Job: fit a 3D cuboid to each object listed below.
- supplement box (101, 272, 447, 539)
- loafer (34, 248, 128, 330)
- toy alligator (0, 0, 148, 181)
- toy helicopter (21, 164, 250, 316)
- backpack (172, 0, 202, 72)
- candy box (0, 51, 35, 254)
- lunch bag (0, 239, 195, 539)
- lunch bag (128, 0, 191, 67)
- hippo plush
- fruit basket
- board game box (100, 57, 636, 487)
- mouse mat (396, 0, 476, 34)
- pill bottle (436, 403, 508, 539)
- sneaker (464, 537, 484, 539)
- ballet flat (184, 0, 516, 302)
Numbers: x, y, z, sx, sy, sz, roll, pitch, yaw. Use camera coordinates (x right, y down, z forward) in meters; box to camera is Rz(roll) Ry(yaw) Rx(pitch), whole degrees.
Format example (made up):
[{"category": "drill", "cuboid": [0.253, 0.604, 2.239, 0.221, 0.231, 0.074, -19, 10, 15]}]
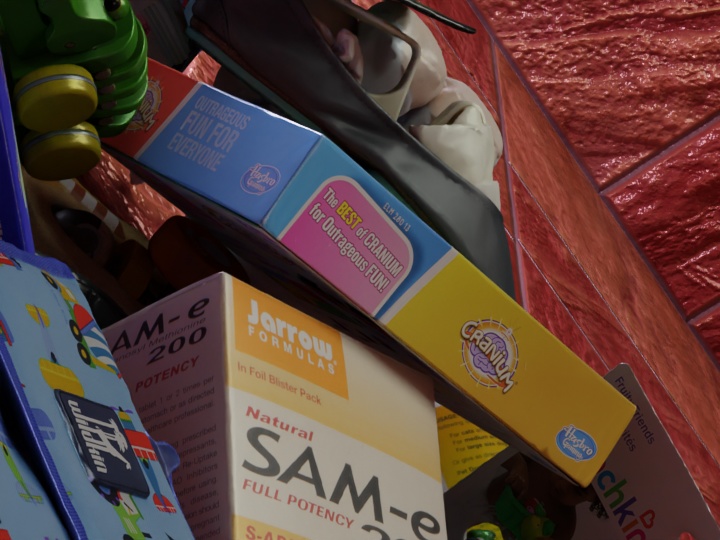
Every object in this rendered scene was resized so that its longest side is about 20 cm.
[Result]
[{"category": "supplement box", "cuboid": [-0.029, 0.119, 0.771, 0.126, 0.073, 0.202, 28, 48, -45]}, {"category": "loafer", "cuboid": [-0.098, 0.062, 0.856, 0.201, 0.068, 0.070, 47, -17, -24]}, {"category": "toy alligator", "cuboid": [-0.104, -0.089, 0.797, 0.200, 0.054, 0.060, 101, -25, -65]}, {"category": "toy helicopter", "cuboid": [-0.142, -0.035, 0.937, 0.132, 0.079, 0.200, 30, 18, -46]}, {"category": "backpack", "cuboid": [-0.107, -0.221, 1.131, 0.182, 0.200, 0.135, 42, 8, -30]}, {"category": "candy box", "cuboid": [-0.165, -0.097, 0.746, 0.170, 0.076, 0.201, -110, -166, -45]}, {"category": "lunch bag", "cuboid": [-0.113, 0.067, 0.636, 0.151, 0.094, 0.200, 60, 22, 16]}, {"category": "lunch bag", "cuboid": [-0.153, -0.177, 0.976, 0.201, 0.077, 0.161, 63, -2, -25]}, {"category": "hippo plush", "cuboid": [-0.042, -0.037, 1.032, 0.161, 0.198, 0.160, -69, 166, -46]}, {"category": "fruit basket", "cuboid": [0.073, 0.167, 0.927, 0.093, 0.200, 0.186, 14, 43, -51]}, {"category": "board game box", "cuboid": [0.000, 0.000, 0.881, 0.200, 0.040, 0.153, 40, -7, -36]}, {"category": "mouse mat", "cuboid": [-0.039, -0.151, 0.987, 0.160, 0.008, 0.200, 24, 9, -17]}, {"category": "pill bottle", "cuboid": [0.053, 0.137, 1.124, 0.109, 0.109, 0.201, 40, 22, -53]}, {"category": "sneaker", "cuboid": [0.034, 0.196, 0.833, 0.077, 0.146, 0.203, 46, 18, -45]}, {"category": "ballet flat", "cuboid": [0.013, -0.063, 0.955, 0.200, 0.073, 0.073, 44, 15, -10]}]
